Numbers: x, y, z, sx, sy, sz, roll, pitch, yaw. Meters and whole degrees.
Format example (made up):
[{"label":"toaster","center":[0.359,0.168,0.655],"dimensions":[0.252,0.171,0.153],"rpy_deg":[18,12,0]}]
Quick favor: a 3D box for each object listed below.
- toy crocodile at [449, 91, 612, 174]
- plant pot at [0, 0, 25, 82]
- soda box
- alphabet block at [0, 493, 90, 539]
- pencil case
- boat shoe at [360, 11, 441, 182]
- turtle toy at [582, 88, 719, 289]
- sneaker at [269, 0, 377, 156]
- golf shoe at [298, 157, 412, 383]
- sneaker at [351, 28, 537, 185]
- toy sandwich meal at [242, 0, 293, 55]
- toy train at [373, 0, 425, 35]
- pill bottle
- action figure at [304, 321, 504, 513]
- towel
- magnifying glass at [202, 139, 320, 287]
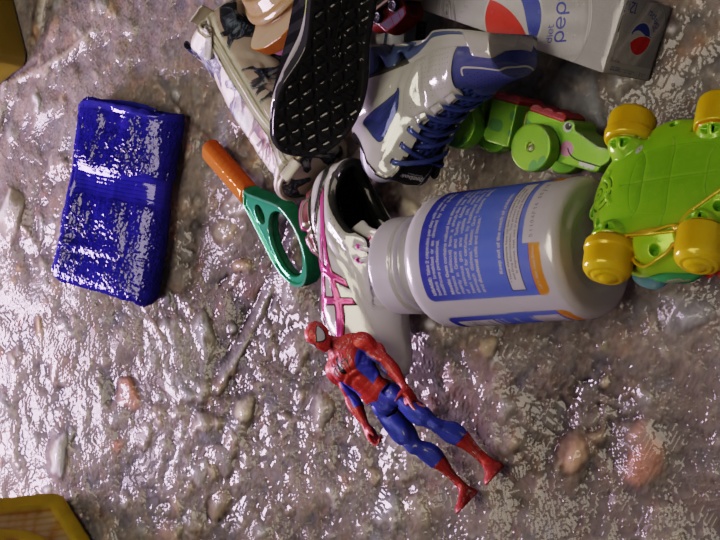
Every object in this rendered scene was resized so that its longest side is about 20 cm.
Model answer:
[{"label":"toy crocodile","center":[0.129,-0.118,1.399],"dimensions":[0.200,0.067,0.062],"rpy_deg":[22,104,40]},{"label":"plant pot","center":[-0.516,-0.283,1.908],"dimensions":[0.200,0.176,0.200],"rpy_deg":[-29,71,37]},{"label":"soda box","center":[0.145,-0.212,1.389],"dimensions":[0.200,0.068,0.064],"rpy_deg":[27,106,38]},{"label":"alphabet block","center":[-0.379,0.367,1.755],"dimensions":[0.195,0.196,0.200],"rpy_deg":[51,120,29]},{"label":"pencil case","center":[-0.086,-0.156,1.579],"dimensions":[0.078,0.089,0.200],"rpy_deg":[-48,60,30]},{"label":"boat shoe","center":[0.013,-0.178,1.501],"dimensions":[0.086,0.075,0.202],"rpy_deg":[7,90,41]},{"label":"turtle toy","center":[0.257,-0.048,1.259],"dimensions":[0.200,0.101,0.146],"rpy_deg":[-6,60,38]},{"label":"sneaker","center":[-0.024,-0.189,1.381],"dimensions":[0.083,0.072,0.200],"rpy_deg":[-104,29,-64]},{"label":"golf shoe","center":[0.000,0.000,1.491],"dimensions":[0.092,0.072,0.200],"rpy_deg":[128,126,-62]},{"label":"sneaker","center":[0.060,-0.127,1.376],"dimensions":[0.199,0.080,0.115],"rpy_deg":[-3,90,49]},{"label":"toy sandwich meal","center":[-0.037,-0.288,1.542],"dimensions":[0.205,0.070,0.205],"rpy_deg":[-45,29,35]},{"label":"toy train","center":[0.028,-0.217,1.427],"dimensions":[0.200,0.034,0.046],"rpy_deg":[-32,68,39]},{"label":"pill bottle","center":[0.106,-0.012,1.388],"dimensions":[0.200,0.112,0.112],"rpy_deg":[-5,86,41]},{"label":"action figure","center":[0.028,0.114,1.445],"dimensions":[0.200,0.052,0.065],"rpy_deg":[44,124,6]},{"label":"towel","center":[-0.250,-0.072,1.749],"dimensions":[0.148,0.050,0.200],"rpy_deg":[13,97,42]},{"label":"magnifying glass","center":[-0.094,-0.058,1.614],"dimensions":[0.200,0.022,0.080],"rpy_deg":[50,149,39]}]
